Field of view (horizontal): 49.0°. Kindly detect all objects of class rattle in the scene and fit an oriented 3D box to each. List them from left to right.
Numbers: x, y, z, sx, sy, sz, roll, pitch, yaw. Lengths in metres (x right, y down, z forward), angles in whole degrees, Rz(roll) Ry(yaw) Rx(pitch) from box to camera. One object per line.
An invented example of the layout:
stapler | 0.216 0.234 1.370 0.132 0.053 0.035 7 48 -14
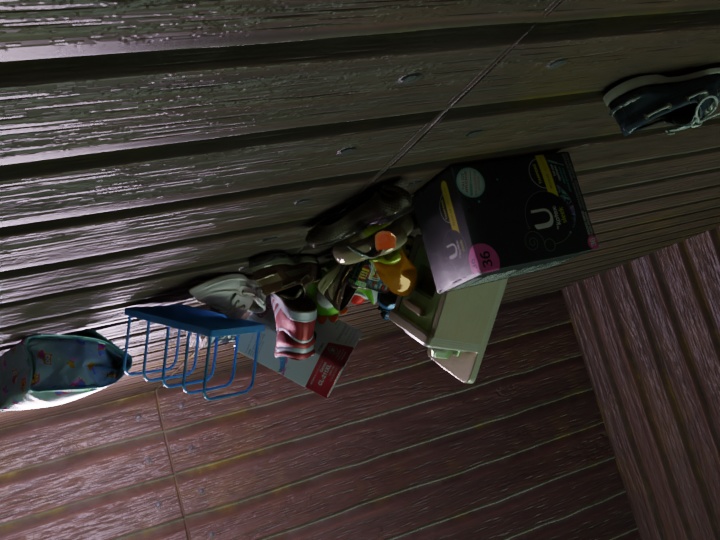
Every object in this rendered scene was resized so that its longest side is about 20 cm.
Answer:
rattle | 0.037 -0.004 1.113 0.130 0.143 0.200 -12 -167 -11

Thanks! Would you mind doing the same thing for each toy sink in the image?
toy sink | 0.129 0.060 1.241 0.112 0.201 0.130 10 -167 -29

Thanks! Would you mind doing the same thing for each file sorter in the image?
file sorter | -0.288 0.136 1.353 0.199 0.123 0.139 10 -174 31

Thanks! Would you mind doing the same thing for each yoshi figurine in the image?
yoshi figurine | -0.033 0.012 1.459 0.200 0.112 0.112 -33 -153 15

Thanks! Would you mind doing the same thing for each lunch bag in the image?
lunch bag | -0.538 0.182 1.443 0.200 0.122 0.170 0 161 -42

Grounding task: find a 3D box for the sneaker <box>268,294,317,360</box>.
sneaker | -0.125 0.087 1.390 0.071 0.113 0.200 -1 -162 -17

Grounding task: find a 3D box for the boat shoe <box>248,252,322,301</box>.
boat shoe | -0.120 0.017 1.315 0.076 0.072 0.200 -20 170 23

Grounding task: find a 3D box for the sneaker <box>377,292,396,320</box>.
sneaker | 0.071 0.059 1.416 0.090 0.078 0.200 -55 165 11

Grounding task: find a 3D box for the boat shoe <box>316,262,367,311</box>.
boat shoe | 0.000 0.000 1.314 0.072 0.072 0.200 -15 156 -46

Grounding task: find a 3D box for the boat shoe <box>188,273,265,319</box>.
boat shoe | -0.215 0.048 1.349 0.071 0.070 0.200 -20 170 23

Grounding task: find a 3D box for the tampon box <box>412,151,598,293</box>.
tampon box | 0.200 -0.068 1.110 0.199 0.150 0.126 -12 171 -25

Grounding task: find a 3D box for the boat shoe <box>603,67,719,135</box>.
boat shoe | 0.375 -0.196 0.925 0.199 0.062 0.075 -11 168 -30

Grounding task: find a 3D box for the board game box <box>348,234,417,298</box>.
board game box | 0.075 -0.005 1.283 0.200 0.105 0.023 18 -175 -43

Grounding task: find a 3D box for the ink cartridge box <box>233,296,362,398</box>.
ink cartridge box | -0.116 0.132 1.488 0.083 0.199 0.146 -64 177 27

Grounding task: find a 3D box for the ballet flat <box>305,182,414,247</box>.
ballet flat | -0.008 -0.075 1.078 0.200 0.046 0.067 -17 -166 46

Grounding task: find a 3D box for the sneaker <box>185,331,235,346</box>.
sneaker | -0.291 0.118 1.624 0.108 0.070 0.200 -7 175 -23
